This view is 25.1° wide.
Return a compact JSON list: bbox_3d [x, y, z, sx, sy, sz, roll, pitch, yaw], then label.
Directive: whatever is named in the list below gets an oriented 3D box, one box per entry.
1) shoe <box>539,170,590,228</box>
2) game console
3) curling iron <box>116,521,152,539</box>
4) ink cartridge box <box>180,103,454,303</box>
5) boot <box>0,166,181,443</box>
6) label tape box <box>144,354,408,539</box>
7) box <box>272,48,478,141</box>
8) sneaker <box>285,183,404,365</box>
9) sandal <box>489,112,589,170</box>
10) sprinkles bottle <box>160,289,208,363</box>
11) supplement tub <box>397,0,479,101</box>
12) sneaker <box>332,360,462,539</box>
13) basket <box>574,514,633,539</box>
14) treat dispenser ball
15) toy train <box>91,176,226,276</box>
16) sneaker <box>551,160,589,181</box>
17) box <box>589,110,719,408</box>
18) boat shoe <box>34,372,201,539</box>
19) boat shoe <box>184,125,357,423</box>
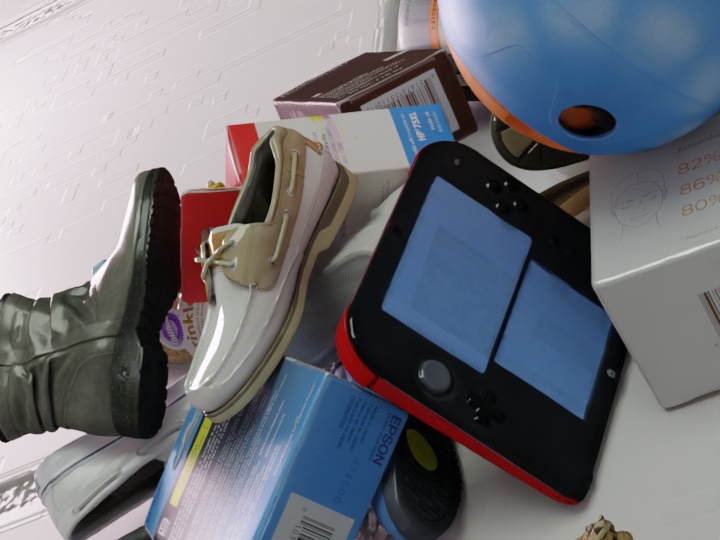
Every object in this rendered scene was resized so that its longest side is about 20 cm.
[{"bbox_3d":[0.125,-0.014,1.103,0.199,0.054,0.070,-36,14,-26],"label":"shoe"},{"bbox_3d":[0.085,0.024,0.984,0.031,0.176,0.201,-54,8,49],"label":"game console"},{"bbox_3d":[-0.143,0.173,1.114,0.199,0.050,0.026,-35,-3,8],"label":"curling iron"},{"bbox_3d":[-0.035,-0.046,1.150,0.197,0.117,0.068,-6,47,-13],"label":"ink cartridge box"},{"bbox_3d":[-0.198,0.022,1.134,0.129,0.068,0.203,1,74,16],"label":"boot"},{"bbox_3d":[-0.061,0.127,1.013,0.145,0.066,0.200,-67,21,-5],"label":"label tape box"},{"bbox_3d":[0.008,-0.126,1.294,0.099,0.076,0.200,-28,12,-13],"label":"box"},{"bbox_3d":[0.000,0.000,1.102,0.199,0.074,0.115,-17,18,50],"label":"sneaker"},{"bbox_3d":[0.185,-0.116,1.116,0.198,0.081,0.057,-7,2,-4],"label":"sandal"},{"bbox_3d":[-0.124,0.039,1.254,0.198,0.069,0.069,-6,40,39],"label":"sprinkles bottle"},{"bbox_3d":[0.134,-0.196,1.279,0.199,0.123,0.123,5,48,47],"label":"supplement tub"},{"bbox_3d":[0.013,0.114,1.028,0.078,0.066,0.201,-37,28,18],"label":"sneaker"},{"bbox_3d":[0.125,0.245,0.728,0.143,0.148,0.201,-54,14,40],"label":"basket"},{"bbox_3d":[0.143,-0.169,0.940,0.199,0.202,0.202,-24,31,16],"label":"treat dispenser ball"},{"bbox_3d":[-0.106,-0.040,1.240,0.199,0.056,0.150,-33,8,4],"label":"toy train"},{"bbox_3d":[0.143,-0.156,1.144,0.074,0.203,0.086,3,16,27],"label":"sneaker"},{"bbox_3d":[0.228,-0.040,0.983,0.151,0.107,0.201,-21,33,23],"label":"box"},{"bbox_3d":[-0.132,0.128,1.150,0.199,0.074,0.066,-31,60,-3],"label":"boat shoe"},{"bbox_3d":[-0.070,-0.001,1.019,0.074,0.068,0.202,-20,39,47],"label":"boat shoe"}]
